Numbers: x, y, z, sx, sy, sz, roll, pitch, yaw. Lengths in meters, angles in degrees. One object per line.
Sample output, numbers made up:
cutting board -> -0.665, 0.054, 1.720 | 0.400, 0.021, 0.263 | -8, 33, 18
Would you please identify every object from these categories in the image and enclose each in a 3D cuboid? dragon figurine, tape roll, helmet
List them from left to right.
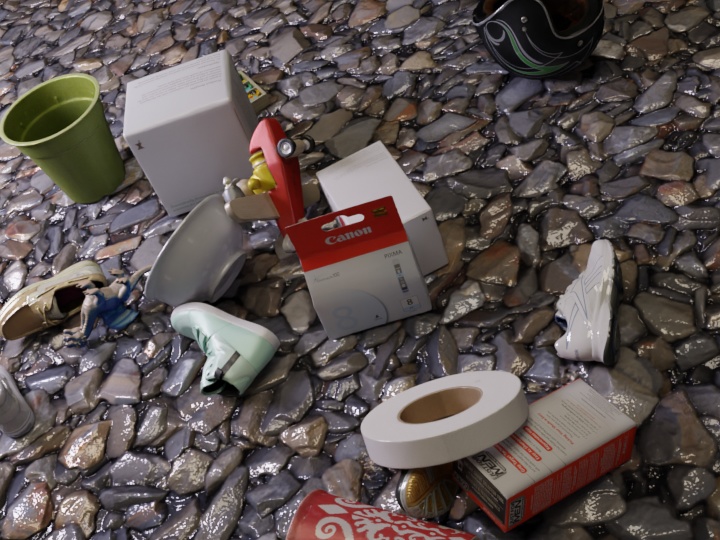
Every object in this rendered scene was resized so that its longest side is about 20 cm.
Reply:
dragon figurine -> -0.403, 0.055, 1.585 | 0.200, 0.100, 0.059 | -27, 39, -32
tape roll -> 0.100, 0.174, 1.155 | 0.202, 0.037, 0.203 | -17, 9, 3
helmet -> 0.309, -0.421, 1.653 | 0.200, 0.190, 0.200 | -46, 22, 24

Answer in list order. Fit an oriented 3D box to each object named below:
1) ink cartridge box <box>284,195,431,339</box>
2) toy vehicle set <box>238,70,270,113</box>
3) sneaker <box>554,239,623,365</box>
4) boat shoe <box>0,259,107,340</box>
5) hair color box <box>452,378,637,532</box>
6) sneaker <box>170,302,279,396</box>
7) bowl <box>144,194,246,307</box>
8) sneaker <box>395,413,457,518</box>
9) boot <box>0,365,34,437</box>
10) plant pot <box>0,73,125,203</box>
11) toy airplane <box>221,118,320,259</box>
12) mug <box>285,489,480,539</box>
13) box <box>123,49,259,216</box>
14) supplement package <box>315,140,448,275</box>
ink cartridge box -> 0.000, 0.000, 1.369 | 0.160, 0.200, 0.047 | -16, 44, 8
toy vehicle set -> -0.289, -0.312, 1.913 | 0.200, 0.027, 0.124 | -34, 45, -11
sneaker -> 0.306, 0.036, 1.304 | 0.087, 0.075, 0.200 | -4, 46, 26
boat shoe -> -0.516, 0.055, 1.622 | 0.200, 0.074, 0.066 | -36, 40, -13
hair color box -> 0.216, 0.212, 1.139 | 0.199, 0.061, 0.101 | -21, 40, -25
sneaker -> -0.230, 0.120, 1.442 | 0.200, 0.074, 0.118 | 13, 56, 33
bowl -> -0.242, -0.014, 1.521 | 0.090, 0.201, 0.201 | 33, 62, 5
sneaker -> 0.073, 0.239, 1.175 | 0.087, 0.076, 0.200 | -9, 12, 26
boot -> -0.584, 0.177, 1.518 | 0.074, 0.096, 0.200 | -43, 47, -20
plant pot -> -0.537, -0.232, 1.822 | 0.199, 0.190, 0.200 | -12, 44, 12
toy airplane -> -0.140, -0.115, 1.554 | 0.141, 0.200, 0.200 | -2, 56, 27
mug -> 0.020, 0.341, 1.078 | 0.199, 0.134, 0.177 | 7, 20, 22
box -> -0.289, -0.243, 1.723 | 0.198, 0.200, 0.172 | -17, 42, 5
supplement package -> 0.032, -0.082, 1.492 | 0.119, 0.121, 0.200 | -27, 43, -4
